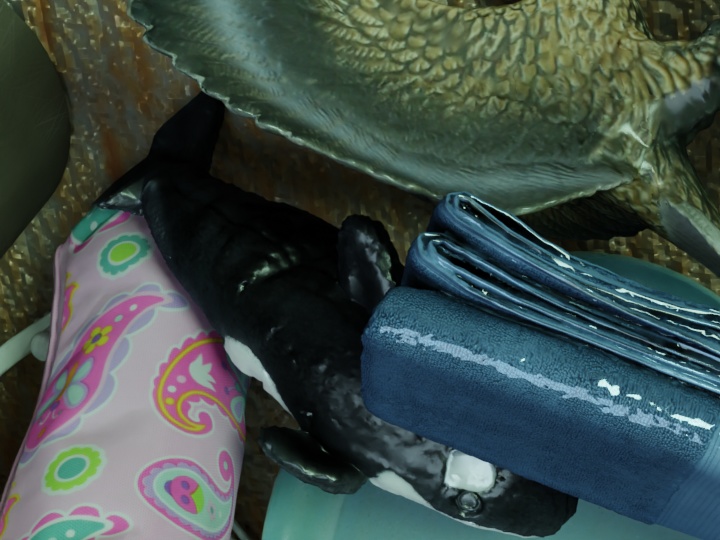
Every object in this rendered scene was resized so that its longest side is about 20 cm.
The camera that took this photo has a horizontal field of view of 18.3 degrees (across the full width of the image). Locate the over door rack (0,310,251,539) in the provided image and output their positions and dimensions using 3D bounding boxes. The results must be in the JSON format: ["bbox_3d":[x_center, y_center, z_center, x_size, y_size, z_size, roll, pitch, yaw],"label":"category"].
[{"bbox_3d":[-0.141,0.114,0.904,0.199,0.067,0.148,-28,106,35],"label":"over door rack"}]

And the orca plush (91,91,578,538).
[{"bbox_3d":[0.000,0.000,0.730,0.200,0.105,0.071,52,142,32],"label":"orca plush"}]

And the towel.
[{"bbox_3d":[0.098,0.045,0.633,0.199,0.049,0.112,21,162,3],"label":"towel"}]

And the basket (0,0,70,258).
[{"bbox_3d":[-0.193,-0.014,0.759,0.136,0.200,0.180,41,127,-5],"label":"basket"}]

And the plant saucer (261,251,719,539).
[{"bbox_3d":[0.059,0.090,0.741,0.199,0.201,0.027,-6,153,27],"label":"plant saucer"}]

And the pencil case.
[{"bbox_3d":[-0.081,0.061,0.758,0.087,0.201,0.088,5,135,5],"label":"pencil case"}]

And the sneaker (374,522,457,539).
[{"bbox_3d":[0.003,0.159,0.845,0.200,0.075,0.087,-45,68,39],"label":"sneaker"}]

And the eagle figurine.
[{"bbox_3d":[0.046,-0.060,0.676,0.199,0.151,0.152,-9,127,17],"label":"eagle figurine"}]
